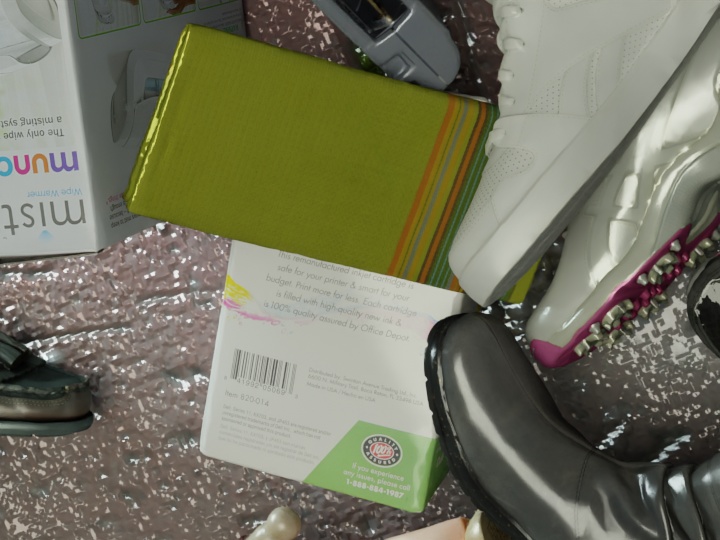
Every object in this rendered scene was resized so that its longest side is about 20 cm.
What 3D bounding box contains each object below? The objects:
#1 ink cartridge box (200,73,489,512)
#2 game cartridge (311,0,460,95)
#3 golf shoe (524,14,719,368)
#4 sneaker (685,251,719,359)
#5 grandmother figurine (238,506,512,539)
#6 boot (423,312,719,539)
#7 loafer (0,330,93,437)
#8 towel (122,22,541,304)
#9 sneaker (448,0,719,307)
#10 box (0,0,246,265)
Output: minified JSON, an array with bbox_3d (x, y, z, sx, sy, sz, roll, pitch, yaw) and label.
[{"bbox_3d":[0.000,0.000,1.054,0.117,0.067,0.201,14,106,13],"label":"ink cartridge box"},{"bbox_3d":[-0.039,-0.169,0.970,0.041,0.133,0.200,-44,118,7],"label":"game cartridge"},{"bbox_3d":[0.130,-0.047,1.010,0.091,0.075,0.200,42,105,18],"label":"golf shoe"},{"bbox_3d":[0.232,0.054,0.981,0.200,0.095,0.079,30,110,11],"label":"sneaker"},{"bbox_3d":[-0.019,0.166,1.049,0.199,0.061,0.122,-23,100,20],"label":"grandmother figurine"},{"bbox_3d":[0.120,0.093,0.974,0.131,0.070,0.200,-23,100,42],"label":"boot"},{"bbox_3d":[-0.230,0.042,1.135,0.199,0.072,0.063,8,98,17],"label":"loafer"},{"bbox_3d":[0.000,-0.044,0.955,0.199,0.018,0.086,13,105,-28],"label":"towel"},{"bbox_3d":[0.070,-0.092,0.940,0.115,0.074,0.200,35,81,5],"label":"sneaker"},{"bbox_3d":[-0.126,-0.108,1.000,0.096,0.200,0.177,-2,102,18],"label":"box"}]
